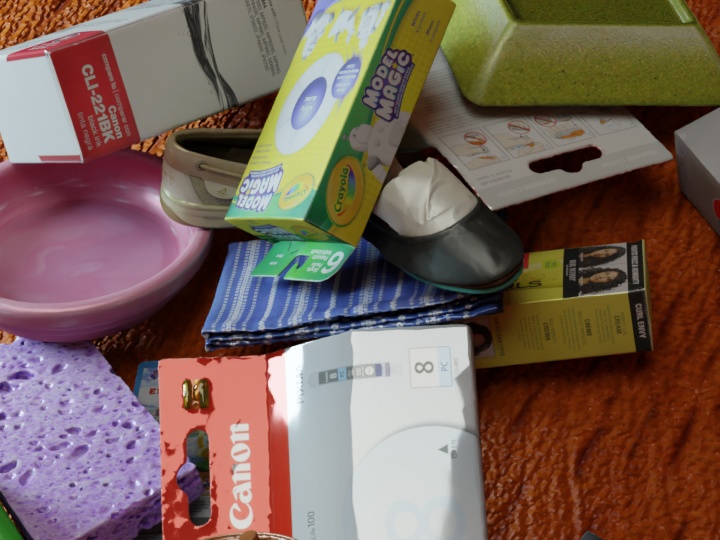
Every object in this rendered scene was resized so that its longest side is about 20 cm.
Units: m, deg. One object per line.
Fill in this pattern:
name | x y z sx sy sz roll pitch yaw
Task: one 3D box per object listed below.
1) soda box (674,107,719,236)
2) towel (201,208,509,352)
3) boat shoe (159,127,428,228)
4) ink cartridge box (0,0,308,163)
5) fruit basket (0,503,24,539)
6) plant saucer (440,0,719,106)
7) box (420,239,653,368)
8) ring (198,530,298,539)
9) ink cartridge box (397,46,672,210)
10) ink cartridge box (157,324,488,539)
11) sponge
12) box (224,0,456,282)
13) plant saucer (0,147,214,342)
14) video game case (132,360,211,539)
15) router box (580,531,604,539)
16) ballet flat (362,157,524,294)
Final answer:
soda box | 0.285 -0.026 1.245 0.068 0.063 0.200 -27 52 -7
towel | 0.000 0.000 1.258 0.200 0.024 0.145 -7 26 8
boat shoe | -0.039 -0.072 1.335 0.200 0.065 0.072 -1 39 -12
ink cartridge box | -0.151 -0.146 1.369 0.200 0.084 0.144 -24 15 -27
fruit basket | -0.320 0.183 1.185 0.215 0.156 0.216 0 62 1
plant saucer | 0.148 -0.192 1.356 0.199 0.048 0.200 -2 40 -16
box | 0.090 0.026 1.253 0.200 0.050 0.075 -6 28 11
ring | -0.110 0.209 1.080 0.200 0.019 0.201 -19 25 9
ink cartridge box | 0.092 -0.105 1.325 0.160 0.047 0.200 -16 48 -30
ink cartridge box | -0.025 0.119 1.177 0.200 0.047 0.160 -3 72 -2
sponge | -0.197 0.110 1.260 0.111 0.030 0.200 -29 43 -18
box | -0.020 -0.089 1.235 0.117 0.048 0.200 2 70 60
plant saucer | -0.202 -0.015 1.348 0.200 0.051 0.201 -2 38 1
video game case | -0.092 0.144 1.246 0.143 0.018 0.200 -3 53 14
router box | 0.143 0.265 1.067 0.157 0.052 0.200 26 63 29
ballet flat | 0.030 -0.040 1.226 0.068 0.068 0.200 -35 29 -18
